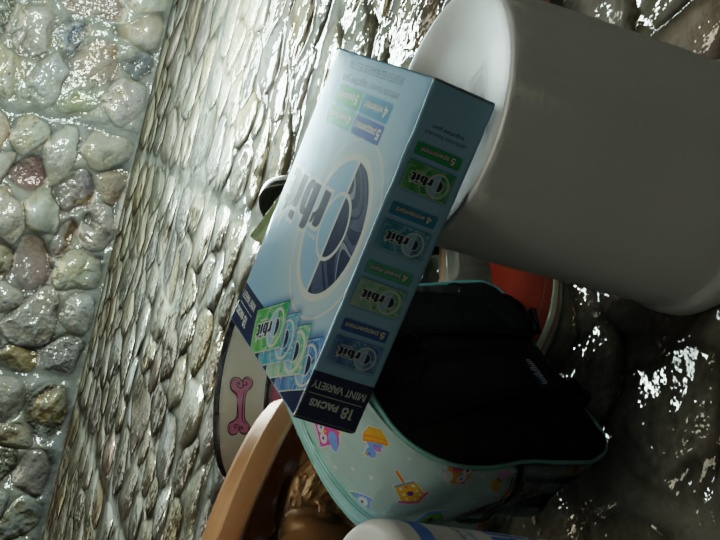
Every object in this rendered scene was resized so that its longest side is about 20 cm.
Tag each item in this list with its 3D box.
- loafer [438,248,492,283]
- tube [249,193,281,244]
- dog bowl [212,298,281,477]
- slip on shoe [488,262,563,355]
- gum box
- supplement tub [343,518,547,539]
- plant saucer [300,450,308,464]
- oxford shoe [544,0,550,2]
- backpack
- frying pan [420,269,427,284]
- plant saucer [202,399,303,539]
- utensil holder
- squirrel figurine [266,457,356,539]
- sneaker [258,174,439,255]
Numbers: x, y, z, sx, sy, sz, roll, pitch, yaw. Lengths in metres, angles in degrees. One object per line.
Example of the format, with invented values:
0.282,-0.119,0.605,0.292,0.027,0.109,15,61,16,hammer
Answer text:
0.095,-0.027,0.937,0.063,0.071,0.201,179,99,-72,loafer
0.000,0.000,0.970,0.052,0.200,0.058,-42,14,38,tube
-0.091,0.122,1.132,0.200,0.073,0.202,6,-90,-80,dog bowl
0.125,-0.013,0.862,0.074,0.061,0.201,-5,76,64,slip on shoe
-0.009,-0.028,0.662,0.201,0.044,0.170,-68,24,9,gum box
0.084,0.226,0.650,0.132,0.199,0.133,-43,41,53,supplement tub
-0.058,0.249,1.093,0.200,0.032,0.202,6,-90,-80,plant saucer
0.108,-0.208,0.988,0.071,0.073,0.200,-102,33,-46,oxford shoe
0.043,0.099,0.753,0.153,0.199,0.176,-46,56,28,backpack
0.042,-0.041,0.889,0.115,0.031,0.190,-41,34,-13,frying pan
-0.089,0.191,0.876,0.200,0.032,0.201,21,-90,-83,plant saucer
0.137,-0.074,0.681,0.170,0.199,0.171,-168,90,-68,utensil holder
0.020,0.234,0.822,0.142,0.186,0.201,138,145,-69,squirrel figurine
0.009,-0.083,1.030,0.121,0.199,0.084,-82,0,-52,sneaker
